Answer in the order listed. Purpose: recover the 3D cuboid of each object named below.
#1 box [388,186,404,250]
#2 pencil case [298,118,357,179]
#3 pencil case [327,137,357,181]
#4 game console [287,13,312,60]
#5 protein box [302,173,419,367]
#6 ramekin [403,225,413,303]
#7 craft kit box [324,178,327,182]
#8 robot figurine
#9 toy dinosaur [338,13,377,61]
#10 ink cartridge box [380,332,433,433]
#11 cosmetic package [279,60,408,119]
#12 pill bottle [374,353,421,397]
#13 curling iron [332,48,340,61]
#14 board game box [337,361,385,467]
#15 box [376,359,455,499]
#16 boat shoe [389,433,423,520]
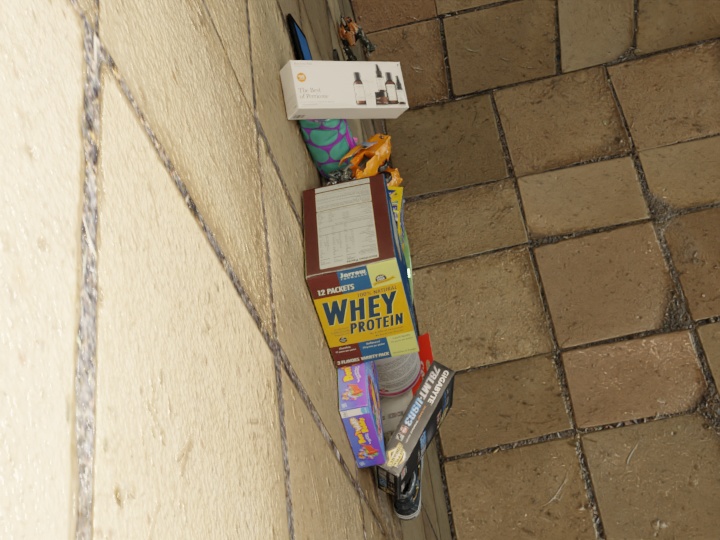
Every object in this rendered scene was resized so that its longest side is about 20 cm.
[{"bbox_3d":[0.038,-0.047,1.730,0.065,0.069,0.201,-78,169,-45],"label":"box"},{"bbox_3d":[-0.051,-0.236,1.751,0.200,0.092,0.086,70,28,-63],"label":"pencil case"},{"bbox_3d":[-0.021,-0.135,1.854,0.089,0.088,0.201,68,16,-60],"label":"pencil case"},{"bbox_3d":[-0.056,-0.386,1.941,0.200,0.175,0.117,-2,109,-84],"label":"game console"},{"bbox_3d":[0.000,0.000,1.580,0.201,0.134,0.199,-95,172,-48],"label":"protein box"},{"bbox_3d":[0.035,0.011,1.920,0.200,0.097,0.202,176,-90,-84],"label":"ramekin"},{"bbox_3d":[-0.040,-0.189,2.036,0.198,0.048,0.202,-79,157,-69],"label":"craft kit box"},{"bbox_3d":[-0.009,-0.135,1.745,0.200,0.058,0.146,-46,135,-30],"label":"robot figurine"},{"bbox_3d":[-0.030,-0.689,3.051,0.136,0.102,0.200,59,32,-25],"label":"toy dinosaur"},{"bbox_3d":[0.080,0.215,1.945,0.200,0.057,0.164,142,-59,-67],"label":"ink cartridge box"},{"bbox_3d":[-0.024,-0.288,1.641,0.051,0.199,0.083,-33,-113,59],"label":"cosmetic package"},{"bbox_3d":[0.039,0.130,1.813,0.200,0.112,0.114,70,10,-55],"label":"pill bottle"},{"bbox_3d":[-0.047,-0.502,2.652,0.050,0.025,0.200,-60,154,-18],"label":"curling iron"},{"bbox_3d":[-0.001,0.191,1.640,0.201,0.044,0.135,-94,171,-52],"label":"board game box"},{"bbox_3d":[0.093,0.272,1.732,0.199,0.049,0.200,-60,166,-19],"label":"box"},{"bbox_3d":[0.086,0.374,1.993,0.091,0.070,0.201,78,6,-46],"label":"boat shoe"}]
